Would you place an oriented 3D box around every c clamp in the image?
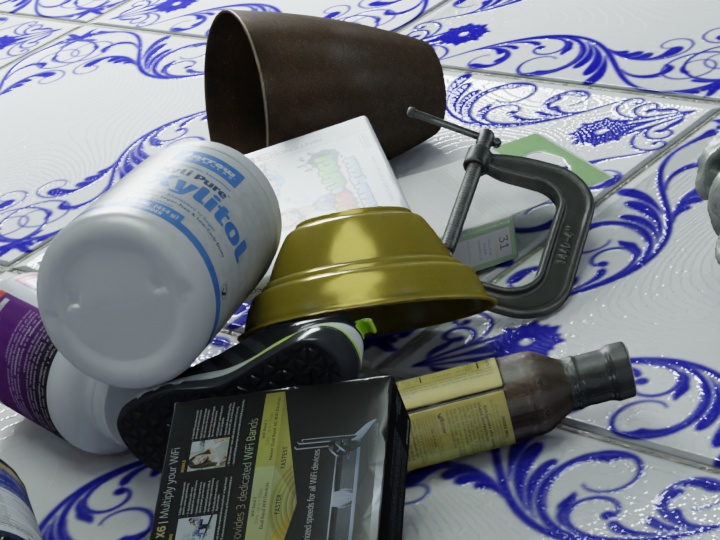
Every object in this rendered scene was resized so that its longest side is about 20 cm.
[{"bbox_3d":[0.104,-0.042,1.582,0.170,0.027,0.201,12,48,2],"label":"c clamp"}]

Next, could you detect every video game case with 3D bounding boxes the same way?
[{"bbox_3d":[-0.057,-0.051,1.615,0.181,0.024,0.200,-18,34,-3],"label":"video game case"}]

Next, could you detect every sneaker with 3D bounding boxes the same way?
[{"bbox_3d":[-0.076,0.085,1.370,0.199,0.072,0.083,-20,14,20],"label":"sneaker"}]

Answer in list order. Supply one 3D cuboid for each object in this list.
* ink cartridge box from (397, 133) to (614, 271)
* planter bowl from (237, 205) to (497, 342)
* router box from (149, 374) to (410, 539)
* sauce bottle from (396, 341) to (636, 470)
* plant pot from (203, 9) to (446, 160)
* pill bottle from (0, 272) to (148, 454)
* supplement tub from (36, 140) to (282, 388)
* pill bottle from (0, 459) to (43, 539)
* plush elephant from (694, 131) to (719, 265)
[{"bbox_3d":[0.101,-0.054,1.670,0.199,0.048,0.145,-17,26,-18],"label":"ink cartridge box"},{"bbox_3d":[0.000,0.000,1.464,0.199,0.084,0.200,-8,-9,-1],"label":"planter bowl"},{"bbox_3d":[-0.054,0.167,1.242,0.156,0.052,0.201,-7,46,15],"label":"router box"},{"bbox_3d":[0.094,0.095,1.361,0.199,0.065,0.065,-13,26,1],"label":"sauce bottle"},{"bbox_3d":[-0.027,-0.162,1.834,0.199,0.188,0.187,-8,22,-21],"label":"plant pot"},{"bbox_3d":[-0.218,0.075,1.508,0.112,0.113,0.200,-30,30,-28],"label":"pill bottle"},{"bbox_3d":[-0.143,-0.008,1.412,0.131,0.133,0.200,-7,19,16],"label":"supplement tub"},{"bbox_3d":[-0.258,0.206,1.269,0.111,0.112,0.200,-20,27,-10],"label":"pill bottle"},{"bbox_3d":[0.328,-0.045,1.420,0.154,0.200,0.165,-24,28,25],"label":"plush elephant"}]
